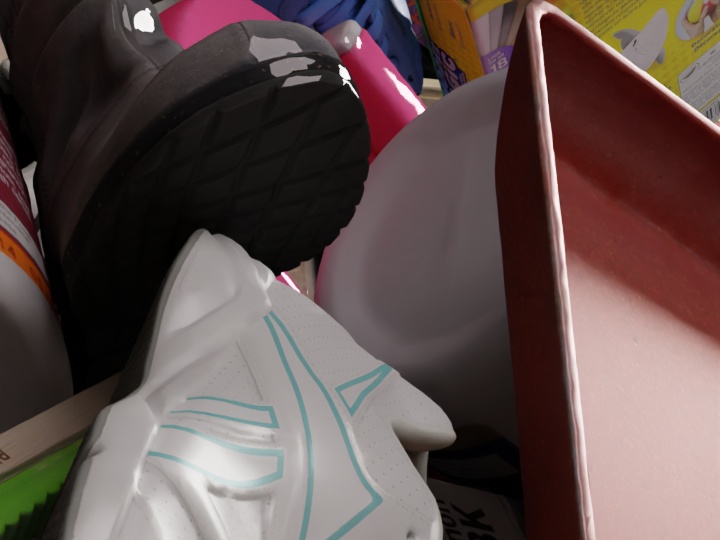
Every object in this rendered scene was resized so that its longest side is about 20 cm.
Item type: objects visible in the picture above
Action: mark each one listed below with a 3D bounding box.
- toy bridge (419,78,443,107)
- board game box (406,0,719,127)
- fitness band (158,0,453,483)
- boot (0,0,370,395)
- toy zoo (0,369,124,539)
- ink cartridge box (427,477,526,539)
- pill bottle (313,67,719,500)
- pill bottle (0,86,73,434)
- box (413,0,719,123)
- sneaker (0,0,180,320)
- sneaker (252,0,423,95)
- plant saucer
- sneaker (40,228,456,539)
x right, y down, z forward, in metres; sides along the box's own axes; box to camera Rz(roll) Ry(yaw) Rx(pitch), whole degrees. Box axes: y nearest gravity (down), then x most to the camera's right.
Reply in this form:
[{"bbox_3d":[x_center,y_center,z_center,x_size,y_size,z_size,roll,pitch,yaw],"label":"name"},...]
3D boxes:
[{"bbox_3d":[-0.021,-0.093,1.092,0.200,0.027,0.067,21,28,-21],"label":"toy bridge"},{"bbox_3d":[0.104,-0.084,1.219,0.200,0.032,0.120,36,30,10],"label":"board game box"},{"bbox_3d":[0.000,0.000,0.846,0.200,0.037,0.144,52,30,-16],"label":"fitness band"},{"bbox_3d":[-0.060,-0.051,0.686,0.070,0.200,0.132,-10,73,-21],"label":"boot"},{"bbox_3d":[-0.014,0.103,0.571,0.200,0.020,0.131,35,31,17],"label":"toy zoo"},{"bbox_3d":[0.057,0.136,0.699,0.200,0.083,0.147,15,30,-32],"label":"ink cartridge box"},{"bbox_3d":[0.089,0.037,0.808,0.200,0.116,0.116,38,17,-36],"label":"pill bottle"},{"bbox_3d":[-0.145,-0.019,0.719,0.114,0.114,0.200,18,29,-27],"label":"pill bottle"},{"bbox_3d":[0.080,-0.099,0.997,0.048,0.117,0.200,46,-12,29],"label":"box"},{"bbox_3d":[-0.092,-0.053,0.886,0.088,0.074,0.200,26,25,-16],"label":"sneaker"},{"bbox_3d":[-0.007,-0.086,0.956,0.079,0.066,0.200,56,-7,19],"label":"sneaker"},{"bbox_3d":[0.102,0.058,0.668,0.199,0.037,0.200,32,38,-33],"label":"plant saucer"},{"bbox_3d":[-0.024,0.058,0.544,0.080,0.071,0.200,27,29,-2],"label":"sneaker"}]
